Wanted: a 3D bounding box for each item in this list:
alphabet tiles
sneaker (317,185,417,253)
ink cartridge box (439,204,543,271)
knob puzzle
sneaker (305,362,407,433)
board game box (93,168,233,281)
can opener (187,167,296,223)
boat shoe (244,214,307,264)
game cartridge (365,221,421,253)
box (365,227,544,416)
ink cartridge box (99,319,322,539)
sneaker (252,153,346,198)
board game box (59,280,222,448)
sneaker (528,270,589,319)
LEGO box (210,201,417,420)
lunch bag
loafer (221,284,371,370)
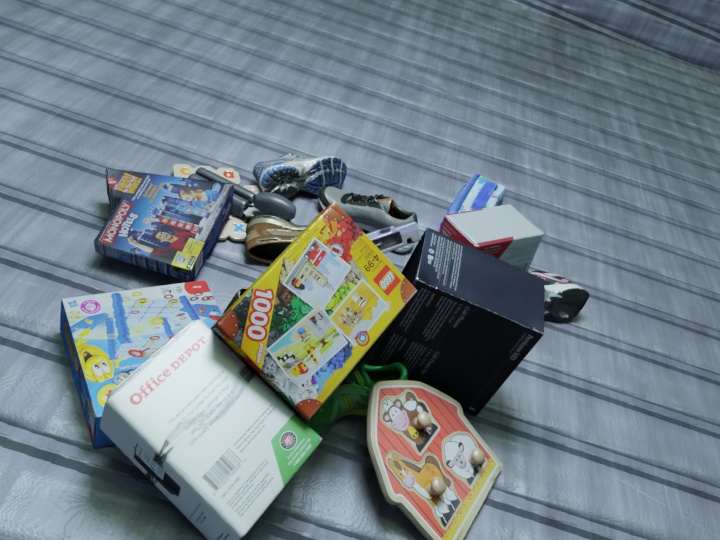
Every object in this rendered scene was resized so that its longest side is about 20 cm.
[{"bbox_3d":[-0.255,-0.115,1.253,0.195,0.015,0.198,1,43,-22],"label":"alphabet tiles"},{"bbox_3d":[0.016,-0.110,1.315,0.197,0.081,0.074,25,38,10],"label":"sneaker"},{"bbox_3d":[0.174,0.013,1.127,0.143,0.203,0.083,-11,42,-35],"label":"ink cartridge box"},{"bbox_3d":[0.086,0.216,0.912,0.216,0.030,0.223,23,47,-26],"label":"knob puzzle"},{"bbox_3d":[-0.024,0.154,0.958,0.196,0.085,0.074,-9,44,-31],"label":"sneaker"},{"bbox_3d":[-0.318,-0.077,1.127,0.195,0.062,0.202,16,45,0],"label":"board game box"},{"bbox_3d":[-0.195,-0.129,1.229,0.197,0.068,0.054,27,38,7],"label":"can opener"},{"bbox_3d":[-0.091,-0.030,1.179,0.195,0.077,0.075,8,43,-2],"label":"boat shoe"},{"bbox_3d":[-0.028,-0.020,0.995,0.196,0.039,0.129,-20,8,-15],"label":"game cartridge"},{"bbox_3d":[0.125,0.075,1.004,0.179,0.202,0.105,23,43,-5],"label":"box"},{"bbox_3d":[-0.164,0.178,0.807,0.200,0.083,0.146,44,50,4],"label":"ink cartridge box"},{"bbox_3d":[-0.112,-0.185,1.358,0.197,0.079,0.085,-8,33,-41],"label":"sneaker"},{"bbox_3d":[-0.260,0.108,0.933,0.196,0.057,0.197,-8,44,-32],"label":"board game box"},{"bbox_3d":[0.290,0.038,1.269,0.196,0.082,0.087,8,25,-27],"label":"sneaker"},{"bbox_3d":[-0.054,0.048,0.864,0.149,0.077,0.201,45,70,-7],"label":"LEGO box"},{"bbox_3d":[0.181,-0.066,1.263,0.081,0.163,0.201,25,37,9],"label":"lunch bag"},{"bbox_3d":[-0.078,0.072,0.922,0.195,0.072,0.074,13,44,-6],"label":"loafer"}]
